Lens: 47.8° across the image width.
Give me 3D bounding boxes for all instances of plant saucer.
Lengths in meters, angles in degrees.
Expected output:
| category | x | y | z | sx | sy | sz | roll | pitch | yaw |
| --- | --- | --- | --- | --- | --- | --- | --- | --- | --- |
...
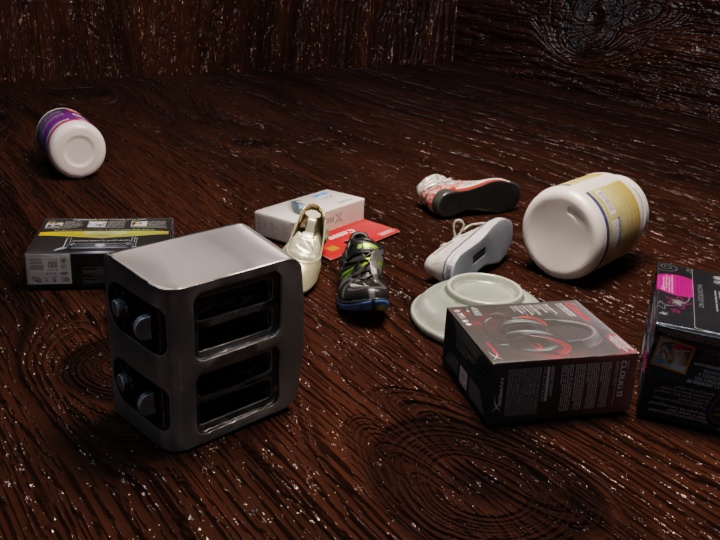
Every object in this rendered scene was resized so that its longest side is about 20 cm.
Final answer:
| category | x | y | z | sx | sy | sz | roll | pitch | yaw |
| --- | --- | --- | --- | --- | --- | --- | --- | --- | --- |
| plant saucer | 0.165 | 0.046 | 1.099 | 0.194 | 0.052 | 0.201 | 3 | 21 | -1 |

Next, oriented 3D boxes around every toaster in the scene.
| category | x | y | z | sx | sy | sz | roll | pitch | yaw |
| --- | --- | --- | --- | --- | --- | --- | --- | --- | --- |
| toaster | -0.153 | 0.062 | 0.834 | 0.197 | 0.185 | 0.118 | -16 | 31 | -39 |

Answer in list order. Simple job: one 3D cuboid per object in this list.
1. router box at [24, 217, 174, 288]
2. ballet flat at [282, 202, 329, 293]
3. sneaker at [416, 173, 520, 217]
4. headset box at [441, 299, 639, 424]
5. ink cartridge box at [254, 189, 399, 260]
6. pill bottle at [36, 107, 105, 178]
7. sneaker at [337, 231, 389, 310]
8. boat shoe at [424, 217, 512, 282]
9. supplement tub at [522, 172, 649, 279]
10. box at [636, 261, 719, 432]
| category | x | y | z | sx | sy | sz | roll | pitch | yaw |
| --- | --- | --- | --- | --- | --- | --- | --- | --- | --- |
| router box | -0.375 | -0.029 | 1.193 | 0.194 | 0.054 | 0.158 | -1 | 22 | -10 |
| ballet flat | -0.082 | -0.042 | 1.213 | 0.067 | 0.071 | 0.201 | 4 | 31 | 3 |
| sneaker | 0.207 | -0.155 | 1.580 | 0.197 | 0.069 | 0.108 | -10 | 28 | -24 |
| headset box | 0.210 | 0.099 | 0.935 | 0.195 | 0.077 | 0.149 | -2 | 22 | -14 |
| ink cartridge box | -0.054 | -0.085 | 1.396 | 0.173 | 0.046 | 0.198 | 18 | 26 | 34 |
| pill bottle | -0.601 | -0.268 | 1.671 | 0.110 | 0.115 | 0.199 | -9 | 25 | -30 |
| sneaker | 0.000 | 0.000 | 1.139 | 0.069 | 0.085 | 0.200 | 1 | 22 | -6 |
| boat shoe | 0.164 | -0.035 | 1.282 | 0.085 | 0.076 | 0.201 | 16 | 34 | 35 |
| supplement tub | 0.368 | -0.078 | 1.307 | 0.143 | 0.148 | 0.198 | 21 | 28 | 38 |
| box | 0.398 | 0.087 | 0.944 | 0.129 | 0.118 | 0.200 | 12 | 24 | 17 |
